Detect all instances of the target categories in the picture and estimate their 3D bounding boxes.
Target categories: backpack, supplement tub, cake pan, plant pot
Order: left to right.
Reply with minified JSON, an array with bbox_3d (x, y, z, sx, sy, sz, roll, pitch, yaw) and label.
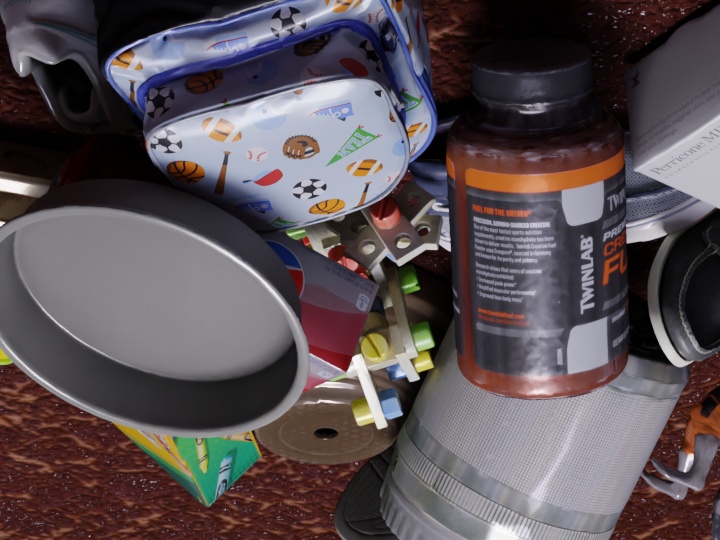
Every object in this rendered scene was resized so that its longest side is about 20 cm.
[{"bbox_3d":[-0.121,0.020,1.395,0.199,0.037,0.201,11,140,9],"label":"cake pan"},{"bbox_3d":[-0.041,-0.110,1.378,0.199,0.155,0.191,-10,156,14],"label":"backpack"},{"bbox_3d":[-0.024,0.076,1.739,0.200,0.093,0.201,1,150,0],"label":"plant pot"},{"bbox_3d":[0.104,-0.032,1.446,0.107,0.107,0.201,-2,112,4],"label":"supplement tub"}]

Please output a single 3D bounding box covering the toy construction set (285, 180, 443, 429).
[{"bbox_3d":[0.000,0.000,1.568,0.092,0.131,0.200,-9,147,-7],"label":"toy construction set"}]

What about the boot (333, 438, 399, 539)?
[{"bbox_3d":[0.058,0.160,1.829,0.073,0.200,0.151,43,157,13],"label":"boot"}]

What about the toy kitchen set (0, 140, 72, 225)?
[{"bbox_3d":[-0.219,-0.036,1.471,0.180,0.200,0.164,10,119,-16],"label":"toy kitchen set"}]

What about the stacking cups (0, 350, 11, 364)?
[{"bbox_3d":[-0.295,0.057,1.746,0.060,0.061,0.200,25,144,-36],"label":"stacking cups"}]

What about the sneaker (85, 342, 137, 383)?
[{"bbox_3d":[-0.109,0.012,1.543,0.099,0.200,0.078,38,148,19],"label":"sneaker"}]

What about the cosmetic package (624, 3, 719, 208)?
[{"bbox_3d":[0.268,-0.083,1.477,0.199,0.081,0.113,18,144,-30],"label":"cosmetic package"}]

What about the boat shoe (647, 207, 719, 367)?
[{"bbox_3d":[0.238,-0.006,1.528,0.067,0.200,0.072,-19,103,39],"label":"boat shoe"}]

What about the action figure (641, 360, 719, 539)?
[{"bbox_3d":[0.283,0.092,1.716,0.193,0.105,0.200,-42,161,-5],"label":"action figure"}]

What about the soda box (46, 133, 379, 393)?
[{"bbox_3d":[-0.094,-0.002,1.464,0.200,0.064,0.070,28,157,-17],"label":"soda box"}]

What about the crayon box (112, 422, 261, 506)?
[{"bbox_3d":[-0.146,0.066,1.686,0.058,0.119,0.200,-42,149,-15],"label":"crayon box"}]

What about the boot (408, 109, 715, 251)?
[{"bbox_3d":[0.128,-0.064,1.520,0.199,0.073,0.090,-12,143,12],"label":"boot"}]

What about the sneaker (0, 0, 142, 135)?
[{"bbox_3d":[-0.150,-0.108,1.441,0.070,0.081,0.200,-18,146,25],"label":"sneaker"}]

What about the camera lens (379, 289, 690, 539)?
[{"bbox_3d":[0.118,0.102,1.652,0.160,0.160,0.201,17,107,-26],"label":"camera lens"}]
